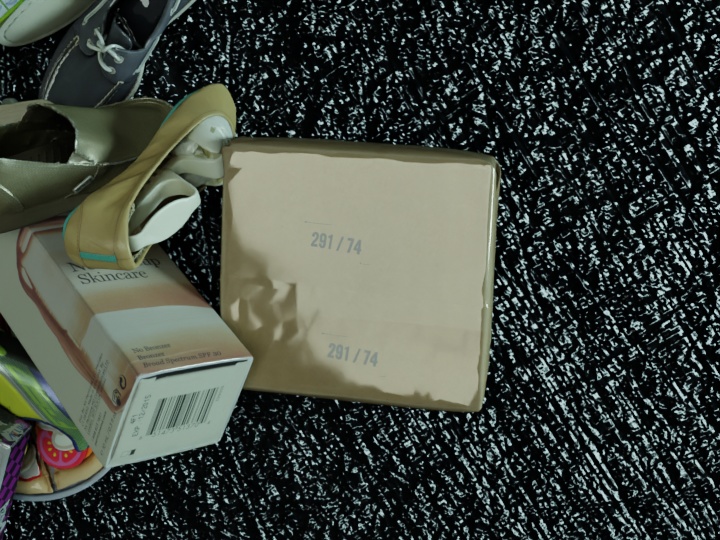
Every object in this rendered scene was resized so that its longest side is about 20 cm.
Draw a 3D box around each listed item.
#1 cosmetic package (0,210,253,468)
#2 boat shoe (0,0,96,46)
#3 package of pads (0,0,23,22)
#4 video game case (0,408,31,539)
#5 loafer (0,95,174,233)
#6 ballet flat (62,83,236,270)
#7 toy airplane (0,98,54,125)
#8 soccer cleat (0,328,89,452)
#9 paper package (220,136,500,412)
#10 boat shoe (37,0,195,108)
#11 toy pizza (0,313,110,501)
[{"bbox_3d":[-0.180,0.037,0.791,0.200,0.103,0.087,44,124,32],"label":"cosmetic package"},{"bbox_3d":[-0.213,-0.254,0.835,0.200,0.072,0.060,-40,83,7],"label":"boat shoe"},{"bbox_3d":[-0.342,-0.229,0.803,0.155,0.068,0.200,-46,59,-6],"label":"package of pads"},{"bbox_3d":[-0.367,0.158,0.880,0.181,0.036,0.200,27,123,5],"label":"video game case"},{"bbox_3d":[-0.206,-0.088,0.795,0.076,0.200,0.068,38,137,22],"label":"loafer"},{"bbox_3d":[-0.132,-0.065,0.791,0.063,0.200,0.069,14,138,26],"label":"ballet flat"},{"bbox_3d":[-0.352,-0.081,0.852,0.200,0.141,0.199,27,71,25],"label":"toy airplane"},{"bbox_3d":[-0.289,0.081,0.851,0.199,0.065,0.084,21,106,6],"label":"soccer cleat"},{"bbox_3d":[0.000,0.000,0.810,0.199,0.103,0.192,4,98,8],"label":"paper package"},{"bbox_3d":[-0.190,-0.186,0.840,0.073,0.063,0.200,43,101,0],"label":"boat shoe"},{"bbox_3d":[-0.280,0.095,0.899,0.199,0.032,0.201,1,96,9],"label":"toy pizza"}]
